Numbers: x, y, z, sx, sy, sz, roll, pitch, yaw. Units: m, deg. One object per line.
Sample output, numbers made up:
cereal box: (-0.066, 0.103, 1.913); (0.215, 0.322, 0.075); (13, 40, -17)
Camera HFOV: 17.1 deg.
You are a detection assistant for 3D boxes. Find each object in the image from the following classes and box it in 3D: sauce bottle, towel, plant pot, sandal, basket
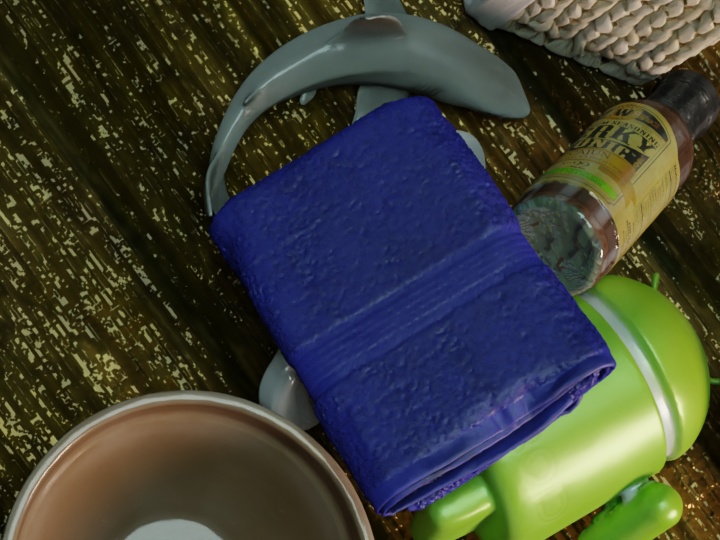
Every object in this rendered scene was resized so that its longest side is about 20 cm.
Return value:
sauce bottle: (0.147, -0.056, 1.349); (0.065, 0.065, 0.200); (45, 40, 0)
towel: (0.025, 0.017, 1.269); (0.147, 0.050, 0.200); (-31, 66, -4)
plant pot: (-0.095, 0.170, 1.275); (0.200, 0.093, 0.202); (3, 77, -11)
sandal: (-0.002, -0.004, 1.348); (0.050, 0.083, 0.203); (26, 70, 30)
basket: (0.160, -0.200, 1.355); (0.123, 0.200, 0.136); (25, 75, -13)

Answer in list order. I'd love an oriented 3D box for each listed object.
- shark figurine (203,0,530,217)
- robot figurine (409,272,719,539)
shark figurine: (-0.016, -0.112, 1.355); (0.214, 0.090, 0.128); (-24, 83, -17)
robot figurine: (0.106, 0.078, 1.324); (0.200, 0.116, 0.176); (-29, 77, -16)
